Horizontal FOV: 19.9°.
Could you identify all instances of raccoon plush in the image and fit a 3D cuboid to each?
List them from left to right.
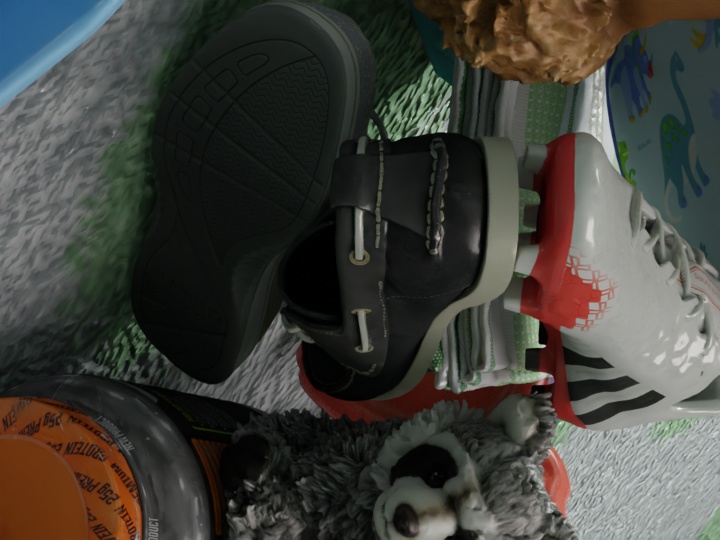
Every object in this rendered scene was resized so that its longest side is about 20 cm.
[{"bbox_3d":[0.030,0.077,0.809,0.134,0.097,0.200,-16,-166,18],"label":"raccoon plush"}]

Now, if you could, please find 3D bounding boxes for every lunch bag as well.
[{"bbox_3d":[0.167,-0.058,0.794,0.082,0.161,0.200,-14,168,-15],"label":"lunch bag"}]

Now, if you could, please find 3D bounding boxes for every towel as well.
[{"bbox_3d":[0.083,-0.025,0.867,0.200,0.031,0.149,3,95,-65],"label":"towel"}]

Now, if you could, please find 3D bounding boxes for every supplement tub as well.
[{"bbox_3d":[-0.095,0.106,0.831,0.123,0.123,0.200,-52,158,6],"label":"supplement tub"}]

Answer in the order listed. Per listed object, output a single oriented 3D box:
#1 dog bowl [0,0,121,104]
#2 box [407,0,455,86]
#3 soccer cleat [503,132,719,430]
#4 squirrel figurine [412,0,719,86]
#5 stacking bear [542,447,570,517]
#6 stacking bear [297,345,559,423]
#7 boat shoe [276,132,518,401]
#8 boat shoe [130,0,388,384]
[{"bbox_3d":[-0.128,-0.074,0.541,0.200,0.050,0.111,-41,158,-20],"label":"dog bowl"},{"bbox_3d":[0.058,-0.136,0.833,0.082,0.049,0.200,-48,159,-6],"label":"box"},{"bbox_3d":[0.099,0.008,0.740,0.200,0.085,0.069,73,22,-63],"label":"soccer cleat"},{"bbox_3d":[0.070,-0.167,0.648,0.200,0.142,0.187,-31,128,-1],"label":"squirrel figurine"},{"bbox_3d":[0.010,0.166,1.136,0.200,0.121,0.114,-35,126,24],"label":"stacking bear"},{"bbox_3d":[0.073,0.031,1.054,0.121,0.114,0.200,-56,163,15],"label":"stacking bear"},{"bbox_3d":[0.000,0.000,0.746,0.068,0.072,0.200,-1,162,-13],"label":"boat shoe"},{"bbox_3d":[-0.036,-0.034,0.791,0.065,0.074,0.202,-42,162,-38],"label":"boat shoe"}]
